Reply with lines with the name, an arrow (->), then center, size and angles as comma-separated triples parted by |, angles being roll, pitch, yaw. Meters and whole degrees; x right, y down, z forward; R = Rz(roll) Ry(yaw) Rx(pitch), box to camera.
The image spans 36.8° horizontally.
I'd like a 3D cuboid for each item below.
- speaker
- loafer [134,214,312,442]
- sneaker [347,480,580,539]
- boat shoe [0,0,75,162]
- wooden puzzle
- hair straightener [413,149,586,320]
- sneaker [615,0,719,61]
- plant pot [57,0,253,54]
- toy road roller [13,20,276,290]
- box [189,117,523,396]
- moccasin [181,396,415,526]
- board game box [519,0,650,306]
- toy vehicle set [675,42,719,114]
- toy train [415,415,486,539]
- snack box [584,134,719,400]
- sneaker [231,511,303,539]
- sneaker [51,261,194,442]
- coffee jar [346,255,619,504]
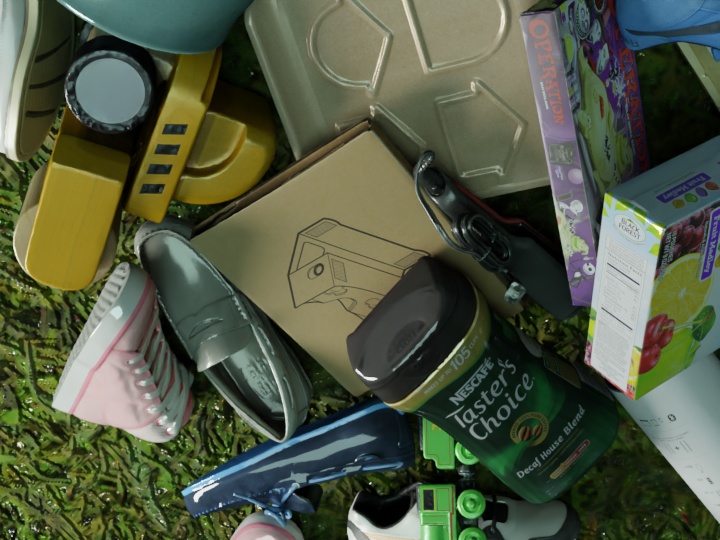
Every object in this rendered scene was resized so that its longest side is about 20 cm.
speaker -> 0.277, 0.134, 0.840 | 0.081, 0.081, 0.200 | -36, 107, 18
loafer -> -0.104, 0.046, 0.830 | 0.070, 0.070, 0.201 | -32, 109, 17
sneaker -> 0.081, 0.213, 0.895 | 0.198, 0.074, 0.081 | -10, 112, 8
boat shoe -> -0.239, -0.177, 0.741 | 0.068, 0.075, 0.202 | 15, 110, 6
wooden puzzle -> 0.043, -0.131, 0.741 | 0.198, 0.046, 0.186 | -13, 121, 12
hair straightener -> 0.101, -0.018, 0.747 | 0.041, 0.077, 0.200 | -36, 131, 18
sneaker -> 0.260, -0.179, 0.683 | 0.198, 0.066, 0.079 | -7, 134, 4
plant pot -> -0.104, -0.241, 0.639 | 0.199, 0.201, 0.189 | 26, 121, -8
toy road roller -> -0.145, -0.077, 0.753 | 0.145, 0.123, 0.201 | 19, 115, -17
box -> 0.000, 0.000, 0.795 | 0.163, 0.021, 0.200 | -29, 125, 22
moccasin -> -0.050, 0.167, 0.872 | 0.198, 0.080, 0.069 | -23, 91, 15
board game box -> 0.158, -0.092, 0.725 | 0.032, 0.120, 0.202 | -1, 118, 31
toy vehicle set -> 0.260, -0.193, 0.720 | 0.124, 0.027, 0.200 | -33, 108, 17
toy train -> 0.071, 0.194, 0.853 | 0.056, 0.042, 0.202 | -2, 79, 6
snack box -> 0.241, -0.019, 0.714 | 0.199, 0.053, 0.143 | -25, 135, -26
sneaker -> -0.098, 0.313, 0.928 | 0.075, 0.105, 0.202 | 17, 113, -3
sneaker -> -0.163, 0.068, 0.818 | 0.104, 0.076, 0.200 | 25, 143, -12
coffee jar -> 0.088, 0.080, 0.785 | 0.199, 0.086, 0.104 | 36, 106, -25
